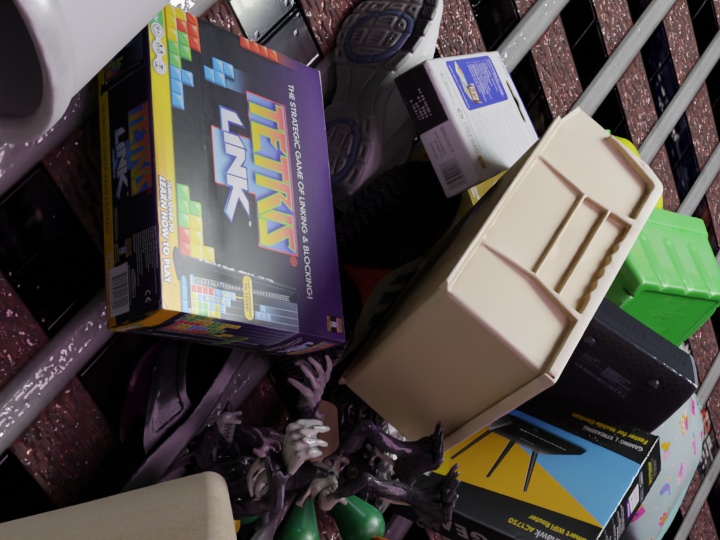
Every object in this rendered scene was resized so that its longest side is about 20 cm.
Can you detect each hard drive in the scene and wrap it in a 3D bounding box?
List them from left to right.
[{"bbox_3d":[0.203,0.100,1.008,0.043,0.134,0.201,-56,178,-35],"label":"hard drive"}]

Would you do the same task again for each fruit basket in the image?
[{"bbox_3d":[0.258,-0.030,1.151,0.214,0.217,0.156,-3,139,-48],"label":"fruit basket"}]

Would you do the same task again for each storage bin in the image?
[{"bbox_3d":[0.099,0.012,0.816,0.093,0.200,0.199,39,58,-1],"label":"storage bin"}]

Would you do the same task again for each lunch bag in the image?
[{"bbox_3d":[0.297,0.174,1.223,0.200,0.121,0.172,-47,128,-26],"label":"lunch bag"}]

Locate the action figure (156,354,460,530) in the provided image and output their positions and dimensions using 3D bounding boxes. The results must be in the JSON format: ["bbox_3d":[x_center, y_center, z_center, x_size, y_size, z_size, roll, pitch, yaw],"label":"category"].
[{"bbox_3d":[-0.037,0.117,0.753,0.196,0.119,0.103,7,121,-8],"label":"action figure"}]

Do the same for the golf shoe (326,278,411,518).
[{"bbox_3d":[0.011,0.106,0.929,0.095,0.077,0.203,46,56,-69],"label":"golf shoe"}]

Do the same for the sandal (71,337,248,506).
[{"bbox_3d":[-0.135,0.090,0.746,0.048,0.075,0.202,45,61,-22],"label":"sandal"}]

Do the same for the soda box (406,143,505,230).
[{"bbox_3d":[0.113,-0.033,1.014,0.068,0.063,0.202,-48,130,-31],"label":"soda box"}]

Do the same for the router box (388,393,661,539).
[{"bbox_3d":[0.138,0.176,0.974,0.149,0.198,0.052,-47,138,-33],"label":"router box"}]

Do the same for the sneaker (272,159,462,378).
[{"bbox_3d":[0.000,0.001,0.864,0.070,0.093,0.201,38,77,2],"label":"sneaker"}]

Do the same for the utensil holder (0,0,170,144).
[{"bbox_3d":[-0.164,-0.196,0.592,0.201,0.168,0.171,-53,132,-33],"label":"utensil holder"}]

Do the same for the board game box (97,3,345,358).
[{"bbox_3d":[-0.088,-0.054,0.732,0.164,0.056,0.203,12,66,-49],"label":"board game box"}]

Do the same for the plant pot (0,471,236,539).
[{"bbox_3d":[-0.142,0.260,0.622,0.197,0.177,0.203,-12,109,-12],"label":"plant pot"}]

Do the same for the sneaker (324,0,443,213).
[{"bbox_3d":[0.016,-0.135,0.894,0.087,0.074,0.202,38,74,-59],"label":"sneaker"}]

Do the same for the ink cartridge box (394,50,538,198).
[{"bbox_3d":[0.091,-0.121,0.888,0.096,0.037,0.200,65,27,-2],"label":"ink cartridge box"}]

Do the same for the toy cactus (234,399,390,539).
[{"bbox_3d":[-0.040,0.180,0.824,0.103,0.197,0.167,108,-8,-59],"label":"toy cactus"}]
